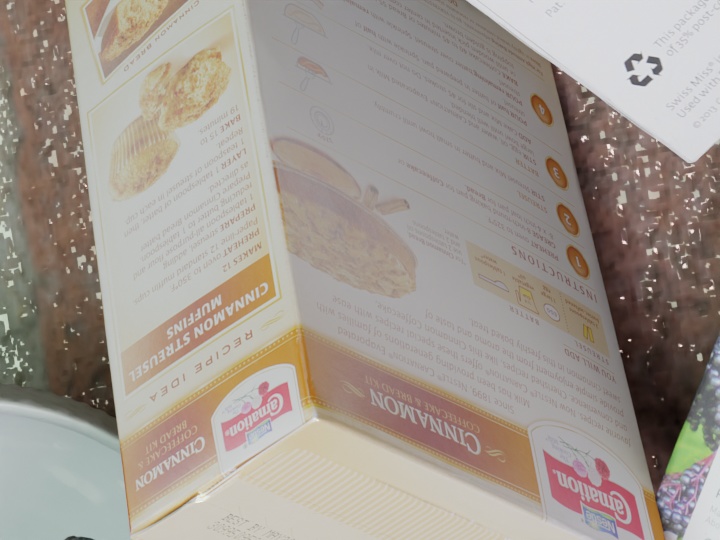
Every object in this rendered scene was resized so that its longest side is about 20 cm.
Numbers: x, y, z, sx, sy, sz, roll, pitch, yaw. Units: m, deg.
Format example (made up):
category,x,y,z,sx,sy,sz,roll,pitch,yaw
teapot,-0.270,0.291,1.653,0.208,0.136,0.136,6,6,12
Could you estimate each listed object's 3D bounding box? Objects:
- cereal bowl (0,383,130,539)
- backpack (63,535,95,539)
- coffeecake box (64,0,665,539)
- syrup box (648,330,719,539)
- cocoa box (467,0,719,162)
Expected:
category,x,y,z,sx,sy,sz,roll,pitch,yaw
cereal bowl,-0.130,0.132,1.024,0.200,0.083,0.200,-1,100,-3
backpack,-0.066,0.173,0.888,0.147,0.200,0.183,36,85,16
coffeecake box,0.000,0.000,0.872,0.073,0.153,0.200,-34,49,29
syrup box,0.157,0.019,0.865,0.081,0.079,0.200,27,107,27
cocoa box,0.107,-0.159,0.822,0.133,0.131,0.200,35,118,-20
